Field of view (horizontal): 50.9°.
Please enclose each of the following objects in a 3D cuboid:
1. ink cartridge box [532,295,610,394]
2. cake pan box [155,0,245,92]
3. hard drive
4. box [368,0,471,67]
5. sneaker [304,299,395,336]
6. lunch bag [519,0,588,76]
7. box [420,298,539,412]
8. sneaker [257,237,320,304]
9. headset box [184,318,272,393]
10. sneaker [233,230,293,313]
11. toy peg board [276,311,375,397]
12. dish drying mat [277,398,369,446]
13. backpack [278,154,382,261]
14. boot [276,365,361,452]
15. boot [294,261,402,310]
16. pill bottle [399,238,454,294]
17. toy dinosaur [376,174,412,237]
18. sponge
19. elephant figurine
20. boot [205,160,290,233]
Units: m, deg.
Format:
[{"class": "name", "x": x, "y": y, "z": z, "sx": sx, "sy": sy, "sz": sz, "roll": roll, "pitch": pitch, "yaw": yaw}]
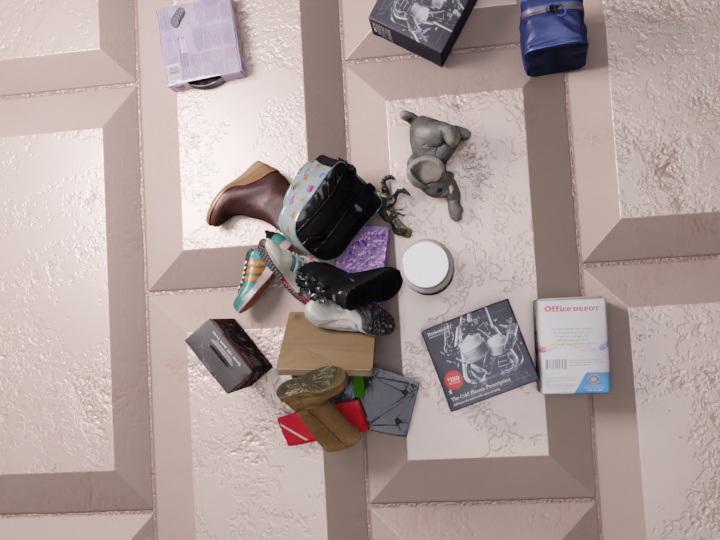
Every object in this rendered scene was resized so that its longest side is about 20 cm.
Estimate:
[{"class": "ink cartridge box", "x": 0.445, "y": 0.157, "z": 1.605, "sx": 0.144, "sy": 0.085, "sz": 0.201, "roll": -2, "pitch": 88, "yaw": 7}, {"class": "cake pan box", "x": -0.371, "y": -0.528, "z": 1.770, "sx": 0.183, "sy": 0.052, "sz": 0.201, "roll": -11, "pitch": 85, "yaw": 9}, {"class": "hard drive", "x": 0.022, "y": 0.280, "z": 1.674, "sx": 0.199, "sy": 0.042, "sz": 0.136, "roll": 13, "pitch": 89, "yaw": 9}, {"class": "box", "x": 0.146, "y": -0.589, "z": 1.671, "sx": 0.181, "sy": 0.104, "sz": 0.201, "roll": 27, "pitch": 91, "yaw": 7}, {"class": "sneaker", "x": -0.022, "y": 0.099, "z": 1.628, "sx": 0.199, "sy": 0.072, "sz": 0.072, "roll": 11, "pitch": 80, "yaw": 3}, {"class": "lunch bag", "x": 0.403, "y": -0.508, "z": 1.593, "sx": 0.135, "sy": 0.200, "sz": 0.133, "roll": -6, "pitch": 83, "yaw": 12}, {"class": "box", "x": 0.253, "y": 0.179, "z": 1.620, "sx": 0.199, "sy": 0.104, "sz": 0.183, "roll": -22, "pitch": 83, "yaw": 5}, {"class": "sneaker", "x": -0.145, "y": -0.016, "z": 1.665, "sx": 0.093, "sy": 0.070, "sz": 0.200, "roll": -45, "pitch": 123, "yaw": -14}, {"class": "headset box", "x": -0.284, "y": 0.182, "z": 1.641, "sx": 0.075, "sy": 0.200, "sz": 0.149, "roll": -41, "pitch": 82, "yaw": 4}, {"class": "sneaker", "x": -0.236, "y": 0.000, "z": 1.714, "sx": 0.080, "sy": 0.071, "sz": 0.200, "roll": 34, "pitch": 84, "yaw": 9}, {"class": "toy peg board", "x": -0.066, "y": 0.187, "z": 1.640, "sx": 0.199, "sy": 0.200, "sz": 0.098, "roll": 0, "pitch": 123, "yaw": 4}, {"class": "dish drying mat", "x": -0.083, "y": 0.338, "z": 1.667, "sx": 0.199, "sy": 0.018, "sz": 0.077, "roll": -15, "pitch": 101, "yaw": 19}, {"class": "backpack", "x": -0.080, "y": -0.127, "z": 1.628, "sx": 0.153, "sy": 0.176, "sz": 0.201, "roll": 18, "pitch": 74, "yaw": 47}, {"class": "boot", "x": -0.055, "y": 0.289, "z": 1.562, "sx": 0.174, "sy": 0.066, "sz": 0.200, "roll": -15, "pitch": 127, "yaw": 31}, {"class": "boot", "x": -0.028, "y": 0.021, "z": 1.618, "sx": 0.162, "sy": 0.198, "sz": 0.074, "roll": 20, "pitch": 118, "yaw": 40}, {"class": "pill bottle", "x": 0.142, "y": -0.006, "z": 1.596, "sx": 0.113, "sy": 0.200, "sz": 0.115, "roll": 0, "pitch": 87, "yaw": 7}, {"class": "toy dinosaur", "x": 0.057, "y": -0.165, "z": 1.697, "sx": 0.088, "sy": 0.047, "sz": 0.200, "roll": -45, "pitch": 79, "yaw": 10}, {"class": "sponge", "x": 0.000, "y": 0.000, "z": 1.686, "sx": 0.111, "sy": 0.030, "sz": 0.201, "roll": 5, "pitch": 79, "yaw": 10}, {"class": "elephant figurine", "x": 0.157, "y": -0.225, "z": 1.652, "sx": 0.155, "sy": 0.141, "sz": 0.201, "roll": 27, "pitch": 108, "yaw": 36}, {"class": "boot", "x": -0.235, "y": -0.138, "z": 1.709, "sx": 0.166, "sy": 0.072, "sz": 0.200, "roll": 42, "pitch": 86, "yaw": 18}]
